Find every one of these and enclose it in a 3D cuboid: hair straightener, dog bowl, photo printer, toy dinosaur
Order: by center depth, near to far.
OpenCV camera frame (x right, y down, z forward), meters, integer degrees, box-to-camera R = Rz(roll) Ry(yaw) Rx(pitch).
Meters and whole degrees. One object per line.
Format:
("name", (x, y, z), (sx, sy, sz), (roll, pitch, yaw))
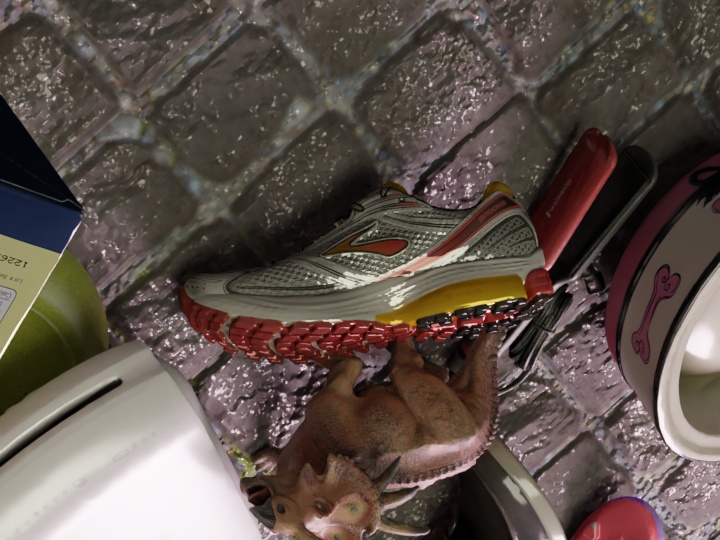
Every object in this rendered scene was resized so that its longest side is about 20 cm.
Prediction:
("photo printer", (-0.142, 0.129, 1.093), (0.166, 0.070, 0.201), (-36, 150, -11))
("toy dinosaur", (0.019, 0.095, 1.162), (0.199, 0.136, 0.086), (-24, 131, -16))
("hair straightener", (0.115, 0.014, 1.229), (0.076, 0.041, 0.201), (14, 113, -37))
("dog bowl", (0.229, 0.012, 1.259), (0.199, 0.074, 0.201), (-24, 136, -25))

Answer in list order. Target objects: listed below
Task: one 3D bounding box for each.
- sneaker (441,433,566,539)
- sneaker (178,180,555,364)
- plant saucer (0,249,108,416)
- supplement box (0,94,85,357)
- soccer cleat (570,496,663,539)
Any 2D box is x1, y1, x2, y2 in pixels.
("sneaker", (0.067, 0.184, 1.289), (0.106, 0.075, 0.201), (-28, 137, -11))
("sneaker", (0.000, 0.000, 1.136), (0.198, 0.083, 0.078), (-8, 164, -11))
("plant saucer", (-0.215, 0.065, 1.070), (0.198, 0.031, 0.202), (-16, 127, -22))
("supplement box", (-0.248, -0.009, 0.883), (0.134, 0.200, 0.201), (21, 108, -40))
("soccer cleat", (0.164, 0.230, 1.405), (0.076, 0.066, 0.202), (-29, 134, -54))
